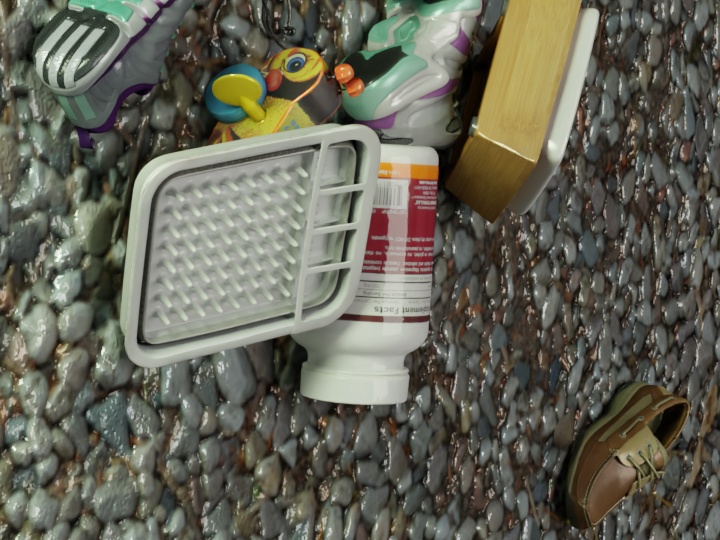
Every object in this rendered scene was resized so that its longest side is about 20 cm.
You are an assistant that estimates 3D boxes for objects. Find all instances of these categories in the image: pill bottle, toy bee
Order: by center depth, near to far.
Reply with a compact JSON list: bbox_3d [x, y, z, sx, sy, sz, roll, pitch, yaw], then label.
[{"bbox_3d":[-0.059,-0.124,1.587,0.131,0.109,0.200,16,81,-55],"label":"toy bee"},{"bbox_3d":[0.000,0.000,1.690,0.113,0.113,0.200,-2,97,-57],"label":"pill bottle"}]

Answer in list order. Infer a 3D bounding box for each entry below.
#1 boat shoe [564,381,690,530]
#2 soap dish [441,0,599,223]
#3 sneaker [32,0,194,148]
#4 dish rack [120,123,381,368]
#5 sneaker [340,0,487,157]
[{"bbox_3d":[0.269,0.181,2.164,0.200,0.074,0.076,-52,134,-40],"label":"boat shoe"},{"bbox_3d":[0.132,-0.140,1.831,0.200,0.081,0.157,119,-13,-75],"label":"soap dish"},{"bbox_3d":[-0.150,-0.176,1.488,0.200,0.074,0.088,-51,149,-28],"label":"sneaker"},{"bbox_3d":[-0.085,-0.025,1.542,0.200,0.044,0.172,-14,129,-34],"label":"dish rack"},{"bbox_3d":[0.059,-0.158,1.802,0.200,0.078,0.140,-48,134,-30],"label":"sneaker"}]
